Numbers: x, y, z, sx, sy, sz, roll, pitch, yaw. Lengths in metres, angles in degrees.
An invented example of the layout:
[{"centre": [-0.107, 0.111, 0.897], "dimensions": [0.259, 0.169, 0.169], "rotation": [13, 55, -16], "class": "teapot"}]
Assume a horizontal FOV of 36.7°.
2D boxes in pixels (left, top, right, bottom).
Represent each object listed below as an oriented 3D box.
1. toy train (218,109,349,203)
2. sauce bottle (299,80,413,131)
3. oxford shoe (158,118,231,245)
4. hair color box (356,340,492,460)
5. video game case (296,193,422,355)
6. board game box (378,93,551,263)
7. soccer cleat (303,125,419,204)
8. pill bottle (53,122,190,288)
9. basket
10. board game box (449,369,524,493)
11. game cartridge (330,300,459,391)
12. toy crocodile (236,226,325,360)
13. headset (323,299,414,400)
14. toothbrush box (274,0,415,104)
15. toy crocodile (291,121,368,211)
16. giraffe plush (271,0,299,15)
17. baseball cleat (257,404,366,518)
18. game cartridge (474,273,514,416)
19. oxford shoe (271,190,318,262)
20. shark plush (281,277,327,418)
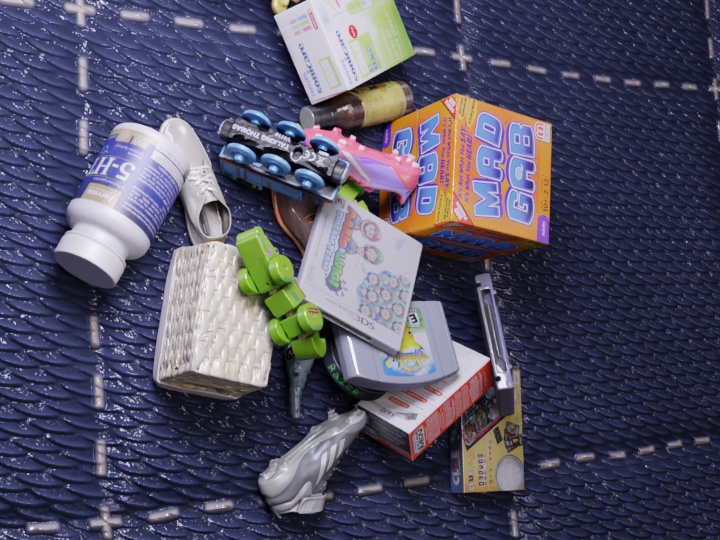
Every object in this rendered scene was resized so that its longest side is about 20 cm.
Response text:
[{"centre": [-0.111, -0.159, 1.570], "dimensions": [0.199, 0.114, 0.087], "rotation": [21, 68, 5], "class": "toy train"}, {"centre": [-0.006, -0.258, 1.727], "dimensions": [0.199, 0.065, 0.065], "rotation": [-18, 92, -37], "class": "sauce bottle"}, {"centre": [-0.233, -0.125, 1.554], "dimensions": [0.075, 0.058, 0.202], "rotation": [-18, 90, -33], "class": "oxford shoe"}, {"centre": [0.102, 0.194, 1.687], "dimensions": [0.200, 0.110, 0.064], "rotation": [-36, 133, -33], "class": "hair color box"}, {"centre": [0.000, 0.000, 1.603], "dimensions": [0.181, 0.024, 0.201], "rotation": [30, 52, -21], "class": "video game case"}, {"centre": [0.166, -0.139, 1.742], "dimensions": [0.199, 0.199, 0.202], "rotation": [11, 76, -32], "class": "board game box"}, {"centre": [-0.005, -0.160, 1.646], "dimensions": [0.198, 0.067, 0.077], "rotation": [15, 113, -17], "class": "soccer cleat"}, {"centre": [-0.321, -0.084, 1.448], "dimensions": [0.119, 0.119, 0.201], "rotation": [35, 64, -24], "class": "pill bottle"}, {"centre": [-0.193, 0.069, 1.506], "dimensions": [0.135, 0.123, 0.202], "rotation": [16, 73, -31], "class": "basket"}, {"centre": [0.209, 0.264, 1.800], "dimensions": [0.135, 0.035, 0.202], "rotation": [6, 79, -34], "class": "board game box"}, {"centre": [0.055, 0.112, 1.622], "dimensions": [0.199, 0.040, 0.134], "rotation": [-1, 69, -33], "class": "game cartridge"}, {"centre": [-0.104, 0.034, 1.457], "dimensions": [0.201, 0.067, 0.062], "rotation": [60, 29, -10], "class": "toy crocodile"}, {"centre": [0.022, 0.112, 1.653], "dimensions": [0.124, 0.094, 0.200], "rotation": [45, 34, -2], "class": "headset"}, {"centre": [-0.021, -0.365, 1.692], "dimensions": [0.200, 0.086, 0.147], "rotation": [-36, 107, -46], "class": "toothbrush box"}, {"centre": [-0.056, -0.143, 1.682], "dimensions": [0.200, 0.062, 0.068], "rotation": [47, 59, -14], "class": "toy crocodile"}, {"centre": [-0.139, -0.486, 1.631], "dimensions": [0.162, 0.172, 0.201], "rotation": [36, 21, -51], "class": "giraffe plush"}, {"centre": [-0.060, 0.288, 1.602], "dimensions": [0.199, 0.070, 0.107], "rotation": [-32, 107, -24], "class": "baseball cleat"}, {"centre": [0.219, 0.121, 1.753], "dimensions": [0.038, 0.130, 0.202], "rotation": [-12, 62, 7], "class": "game cartridge"}, {"centre": [-0.069, -0.065, 1.645], "dimensions": [0.071, 0.073, 0.201], "rotation": [-33, 100, -34], "class": "oxford shoe"}, {"centre": [-0.102, 0.110, 1.589], "dimensions": [0.090, 0.083, 0.202], "rotation": [15, 93, 8], "class": "shark plush"}]
